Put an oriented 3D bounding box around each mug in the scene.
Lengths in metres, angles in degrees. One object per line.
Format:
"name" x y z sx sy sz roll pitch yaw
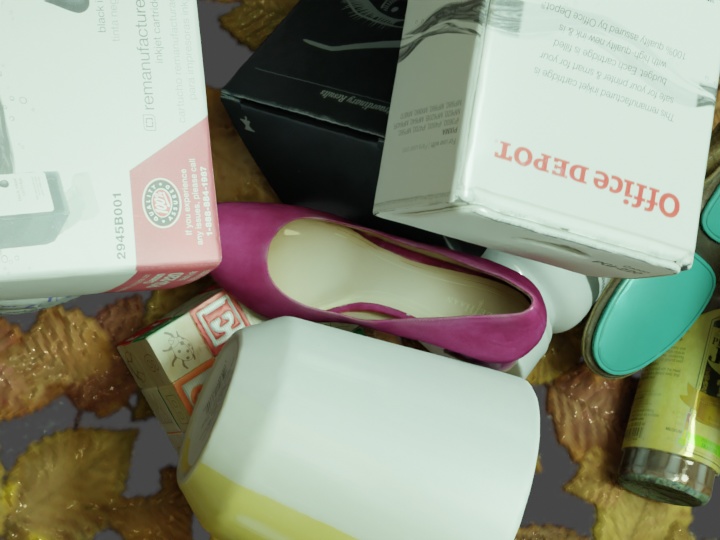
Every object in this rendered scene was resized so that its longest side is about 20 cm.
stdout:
"mug" -0.013 0.113 0.849 0.152 0.149 0.188 24 61 -13

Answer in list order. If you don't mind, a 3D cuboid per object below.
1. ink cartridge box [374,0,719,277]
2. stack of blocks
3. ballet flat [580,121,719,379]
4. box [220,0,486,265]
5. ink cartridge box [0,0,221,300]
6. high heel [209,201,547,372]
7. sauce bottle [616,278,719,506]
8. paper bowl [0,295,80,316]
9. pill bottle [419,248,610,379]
"ink cartridge box" 0.099 -0.109 0.828 0.144 0.085 0.202 14 79 -28
"stack of blocks" -0.035 0.098 0.950 0.115 0.058 0.201 -31 97 -25
"ballet flat" 0.197 -0.023 1.046 0.068 0.072 0.201 35 91 -25
"box" 0.045 -0.118 0.953 0.200 0.147 0.105 -50 135 -20
"ink cartridge box" -0.174 -0.061 0.779 0.198 0.085 0.147 -4 85 -23
"high heel" 0.000 0.000 0.873 0.198 0.096 0.068 26 73 6
"sauce bottle" 0.215 0.046 1.072 0.064 0.065 0.202 21 76 -21
"paper bowl" -0.192 -0.077 0.874 0.199 0.104 0.203 3 83 -25
"pill bottle" 0.109 -0.036 1.005 0.114 0.114 0.201 43 69 -14
